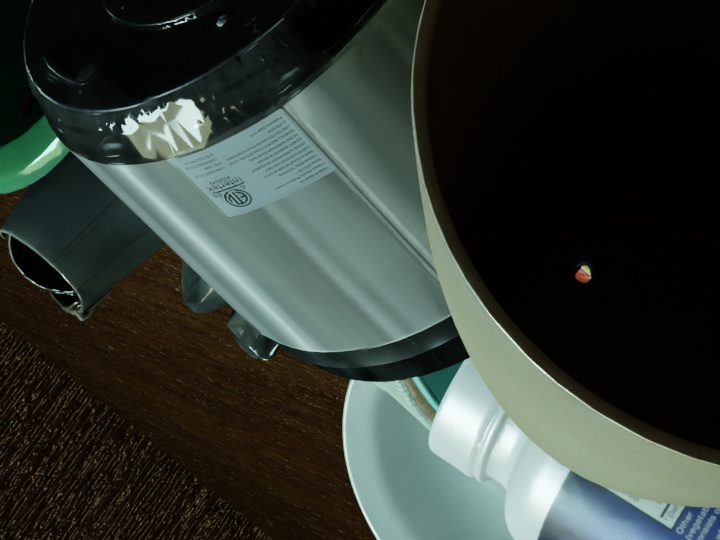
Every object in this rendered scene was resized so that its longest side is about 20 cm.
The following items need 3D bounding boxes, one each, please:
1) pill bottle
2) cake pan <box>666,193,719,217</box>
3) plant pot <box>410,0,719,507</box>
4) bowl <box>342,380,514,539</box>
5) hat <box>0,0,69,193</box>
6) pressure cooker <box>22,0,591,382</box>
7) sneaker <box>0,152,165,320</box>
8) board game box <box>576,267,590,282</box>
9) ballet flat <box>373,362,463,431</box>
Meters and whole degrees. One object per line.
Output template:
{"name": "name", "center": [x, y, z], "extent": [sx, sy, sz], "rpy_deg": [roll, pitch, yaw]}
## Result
{"name": "pill bottle", "center": [0.134, 0.098, 0.951], "extent": [0.200, 0.111, 0.111], "rpy_deg": [32, 167, 17]}
{"name": "cake pan", "center": [0.184, 0.017, 0.775], "extent": [0.200, 0.037, 0.200], "rpy_deg": [20, 156, 9]}
{"name": "plant pot", "center": [0.097, -0.008, 0.614], "extent": [0.187, 0.188, 0.200], "rpy_deg": [34, 161, 7]}
{"name": "bowl", "center": [0.097, 0.091, 1.106], "extent": [0.200, 0.090, 0.202], "rpy_deg": [16, 121, 28]}
{"name": "hat", "center": [-0.117, -0.127, 0.988], "extent": [0.176, 0.166, 0.200], "rpy_deg": [0, -135, -50]}
{"name": "pressure cooker", "center": [-0.001, -0.058, 0.764], "extent": [0.176, 0.179, 0.200], "rpy_deg": [16, 157, 49]}
{"name": "sneaker", "center": [-0.123, -0.041, 0.964], "extent": [0.075, 0.106, 0.200], "rpy_deg": [51, 168, -15]}
{"name": "board game box", "center": [0.125, -0.014, 0.913], "extent": [0.153, 0.040, 0.200], "rpy_deg": [23, 162, 46]}
{"name": "ballet flat", "center": [0.000, 0.000, 1.003], "extent": [0.071, 0.069, 0.200], "rpy_deg": [-2, 132, 36]}
